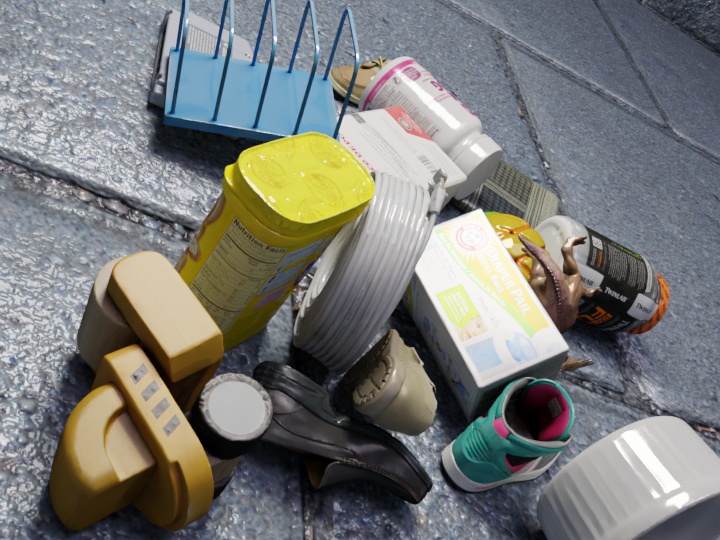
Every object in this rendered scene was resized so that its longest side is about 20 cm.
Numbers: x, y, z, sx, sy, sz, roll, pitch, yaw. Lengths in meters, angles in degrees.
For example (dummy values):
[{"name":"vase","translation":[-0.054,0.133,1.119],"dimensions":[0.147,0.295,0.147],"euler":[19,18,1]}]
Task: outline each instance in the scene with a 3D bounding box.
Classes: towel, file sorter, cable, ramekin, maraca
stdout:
[{"name":"towel","translation":[0.222,-0.109,1.301],"dimensions":[0.192,0.035,0.200],"euler":[34,37,-4]},{"name":"file sorter","translation":[-0.111,-0.236,0.941],"dimensions":[0.199,0.123,0.139],"euler":[8,45,-17]},{"name":"cable","translation":[0.000,0.000,0.821],"dimensions":[0.069,0.200,0.201],"euler":[27,58,-9]},{"name":"ramekin","translation":[0.273,0.235,0.827],"dimensions":[0.200,0.201,0.098],"euler":[7,39,-38]},{"name":"maraca","translation":[0.191,0.015,1.068],"dimensions":[0.137,0.107,0.201],"euler":[19,56,-32]}]

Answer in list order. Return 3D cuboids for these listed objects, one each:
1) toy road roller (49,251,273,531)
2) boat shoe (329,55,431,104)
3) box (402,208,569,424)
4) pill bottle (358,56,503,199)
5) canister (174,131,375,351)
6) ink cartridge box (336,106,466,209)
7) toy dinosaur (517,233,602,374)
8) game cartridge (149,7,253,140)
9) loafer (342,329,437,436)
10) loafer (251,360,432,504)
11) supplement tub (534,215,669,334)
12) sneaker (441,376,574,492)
[{"name":"toy road roller","translation":[-0.174,0.099,0.622],"dimensions":[0.146,0.123,0.200],"euler":[-23,68,-40]},{"name":"boat shoe","translation":[0.033,-0.297,1.289],"dimensions":[0.200,0.066,0.074],"euler":[-7,56,-47]},{"name":"box","translation":[0.128,0.048,0.935],"dimensions":[0.112,0.102,0.200],"euler":[-21,61,-12]},{"name":"pill bottle","translation":[0.102,-0.203,1.199],"dimensions":[0.200,0.114,0.113],"euler":[46,35,15]},{"name":"canister","translation":[-0.094,-0.017,0.748],"dimensions":[0.087,0.200,0.148],"euler":[47,35,10]},{"name":"ink cartridge box","translation":[0.023,-0.127,1.079],"dimensions":[0.147,0.083,0.200],"euler":[49,36,14]},{"name":"toy dinosaur","translation":[0.223,0.046,0.951],"dimensions":[0.200,0.085,0.136],"euler":[63,34,-49]},{"name":"game cartridge","translation":[-0.193,-0.248,1.054],"dimensions":[0.133,0.042,0.201],"euler":[25,37,-27]},{"name":"loafer","translation":[0.030,0.112,0.794],"dimensions":[0.068,0.076,0.200],"euler":[45,7,-5]},{"name":"loafer","translation":[-0.025,0.163,0.746],"dimensions":[0.200,0.073,0.072],"euler":[34,64,-12]},{"name":"supplement tub","translation":[0.332,0.013,1.183],"dimensions":[0.199,0.123,0.123],"euler":[24,38,-22]},{"name":"sneaker","translation":[0.184,0.162,0.881],"dimensions":[0.200,0.121,0.084],"euler":[-6,56,-47]}]
